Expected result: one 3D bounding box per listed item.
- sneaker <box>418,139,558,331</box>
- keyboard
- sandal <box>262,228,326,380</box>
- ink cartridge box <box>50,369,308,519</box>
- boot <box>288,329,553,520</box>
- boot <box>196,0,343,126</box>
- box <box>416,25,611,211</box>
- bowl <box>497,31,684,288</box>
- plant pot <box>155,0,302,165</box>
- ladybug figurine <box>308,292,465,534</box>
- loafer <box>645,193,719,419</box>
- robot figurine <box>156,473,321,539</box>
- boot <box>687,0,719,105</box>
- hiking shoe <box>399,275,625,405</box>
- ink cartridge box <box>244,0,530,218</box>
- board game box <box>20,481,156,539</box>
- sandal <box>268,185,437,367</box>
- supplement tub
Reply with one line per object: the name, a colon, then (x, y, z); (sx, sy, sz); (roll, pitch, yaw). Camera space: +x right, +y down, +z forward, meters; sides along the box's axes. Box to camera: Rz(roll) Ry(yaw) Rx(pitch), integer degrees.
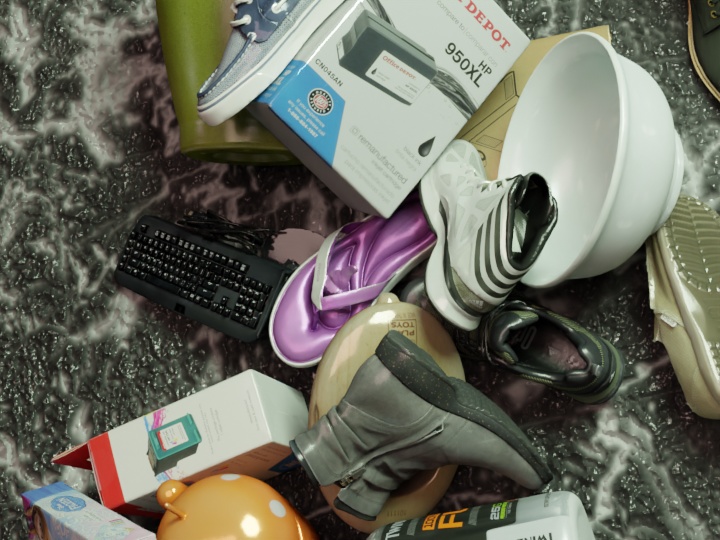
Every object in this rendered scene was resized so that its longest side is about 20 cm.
sneaker: (0.110, -0.053, 0.957); (0.115, 0.076, 0.201); (-40, 33, 34)
keyboard: (-0.152, -0.011, 1.101); (0.200, 0.040, 0.104); (20, 82, 35)
sandal: (-0.031, 0.044, 1.063); (0.076, 0.043, 0.200); (-29, 68, 10)
ink cartridge box: (-0.149, 0.161, 1.033); (0.200, 0.116, 0.067); (-24, 68, 12)
boot: (0.047, 0.145, 0.935); (0.132, 0.200, 0.070); (-50, 24, 5)
boot: (-0.081, -0.215, 0.957); (0.200, 0.090, 0.073); (-48, 24, -3)
box: (0.131, -0.121, 1.063); (0.200, 0.021, 0.164); (-9, 74, 16)
bowl: (0.190, -0.079, 0.945); (0.090, 0.201, 0.201); (9, 76, -18)
plant pot: (-0.097, -0.196, 1.085); (0.200, 0.200, 0.193); (1, 88, 20)
ladybug figurine: (0.018, 0.115, 0.985); (0.136, 0.072, 0.200); (1, 101, -20)
loafer: (0.261, 0.029, 0.948); (0.076, 0.068, 0.200); (7, 57, -21)
robot figurine: (-0.090, 0.229, 0.945); (0.117, 0.200, 0.144); (-15, 63, 5)
boot: (0.295, -0.229, 0.971); (0.077, 0.138, 0.200); (-19, 71, 13)
hiking shoe: (0.117, 0.043, 0.980); (0.200, 0.101, 0.076); (20, 83, 23)
ink cartridge box: (0.022, -0.167, 1.004); (0.200, 0.145, 0.084); (-51, 24, -8)
board game box: (-0.205, 0.287, 0.960); (0.199, 0.043, 0.200); (4, 105, 55)
sandal: (-0.005, -0.005, 1.030); (0.082, 0.050, 0.203); (42, 82, 21)
supplement tub: (0.082, 0.247, 0.926); (0.200, 0.123, 0.123); (-14, 71, 15)
